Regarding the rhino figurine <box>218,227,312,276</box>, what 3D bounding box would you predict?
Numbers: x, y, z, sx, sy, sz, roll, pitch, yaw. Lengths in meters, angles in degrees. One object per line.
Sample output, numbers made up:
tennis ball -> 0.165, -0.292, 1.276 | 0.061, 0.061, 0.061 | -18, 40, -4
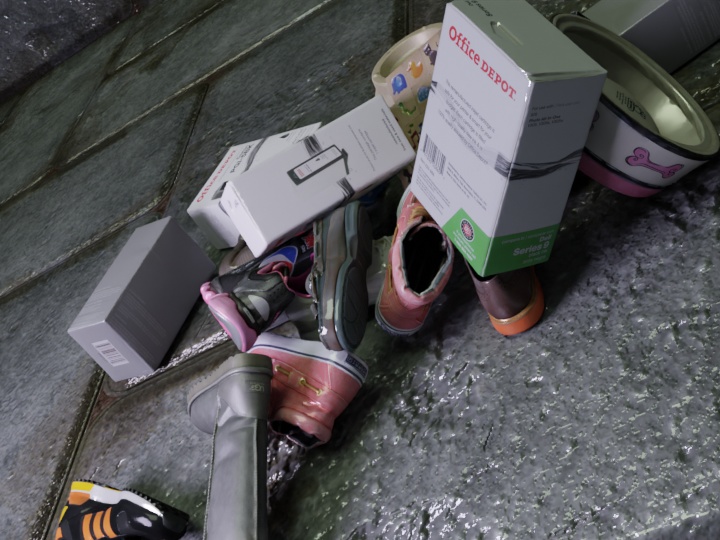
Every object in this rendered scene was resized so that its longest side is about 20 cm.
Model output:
rhino figurine -> -0.100, -0.022, 1.226 | 0.198, 0.060, 0.088 | -18, 31, 29

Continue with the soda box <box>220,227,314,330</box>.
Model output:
soda box -> -0.081, 0.009, 1.149 | 0.199, 0.071, 0.064 | -27, 31, 20

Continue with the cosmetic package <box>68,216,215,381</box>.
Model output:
cosmetic package -> -0.291, 0.036, 1.294 | 0.089, 0.107, 0.201 | -15, 35, 35

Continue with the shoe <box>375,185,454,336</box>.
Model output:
shoe -> 0.071, -0.036, 0.981 | 0.091, 0.071, 0.202 | 118, 172, -61

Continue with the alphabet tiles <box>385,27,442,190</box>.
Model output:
alphabet tiles -> 0.096, -0.179, 1.083 | 0.007, 0.169, 0.200 | -8, -18, -41

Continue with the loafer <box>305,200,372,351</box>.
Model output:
loafer -> -0.027, 0.009, 0.972 | 0.062, 0.072, 0.201 | -11, 39, 16

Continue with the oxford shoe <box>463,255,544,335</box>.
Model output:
oxford shoe -> 0.136, -0.026, 0.956 | 0.071, 0.073, 0.201 | -29, 31, 14

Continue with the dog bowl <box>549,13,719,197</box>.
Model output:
dog bowl -> 0.240, -0.153, 0.911 | 0.074, 0.199, 0.201 | -53, 19, 33

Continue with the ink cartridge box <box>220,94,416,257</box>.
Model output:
ink cartridge box -> -0.052, -0.103, 1.094 | 0.199, 0.085, 0.146 | -32, 2, -11

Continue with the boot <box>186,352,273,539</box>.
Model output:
boot -> -0.127, 0.200, 0.923 | 0.182, 0.072, 0.202 | 128, 141, -57

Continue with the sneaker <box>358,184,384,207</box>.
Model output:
sneaker -> -0.043, -0.110, 1.214 | 0.104, 0.077, 0.199 | 11, 27, 39

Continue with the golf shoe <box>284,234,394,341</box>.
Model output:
golf shoe -> 0.000, 0.000, 1.055 | 0.199, 0.092, 0.075 | -37, 28, 0

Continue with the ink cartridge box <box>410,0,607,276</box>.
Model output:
ink cartridge box -> 0.125, -0.121, 0.858 | 0.083, 0.202, 0.146 | -11, 44, -24

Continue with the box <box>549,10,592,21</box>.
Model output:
box -> 0.179, -0.171, 1.052 | 0.142, 0.036, 0.202 | -2, 70, 57

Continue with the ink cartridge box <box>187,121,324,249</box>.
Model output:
ink cartridge box -> -0.133, -0.119, 1.368 | 0.199, 0.083, 0.148 | -8, 42, 41

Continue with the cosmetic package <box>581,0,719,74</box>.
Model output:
cosmetic package -> 0.314, -0.268, 1.085 | 0.199, 0.090, 0.107 | -37, 30, 9

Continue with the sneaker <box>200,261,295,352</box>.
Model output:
sneaker -> -0.115, 0.027, 1.034 | 0.095, 0.079, 0.200 | -41, 14, -7

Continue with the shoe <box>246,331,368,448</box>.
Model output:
shoe -> -0.077, 0.123, 0.988 | 0.199, 0.071, 0.092 | 0, 54, 55

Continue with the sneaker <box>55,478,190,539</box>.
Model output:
sneaker -> -0.251, 0.275, 0.988 | 0.199, 0.070, 0.091 | -3, 60, 46

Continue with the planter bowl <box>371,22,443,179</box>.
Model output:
planter bowl -> 0.097, -0.224, 1.211 | 0.199, 0.135, 0.201 | -27, 32, 18
